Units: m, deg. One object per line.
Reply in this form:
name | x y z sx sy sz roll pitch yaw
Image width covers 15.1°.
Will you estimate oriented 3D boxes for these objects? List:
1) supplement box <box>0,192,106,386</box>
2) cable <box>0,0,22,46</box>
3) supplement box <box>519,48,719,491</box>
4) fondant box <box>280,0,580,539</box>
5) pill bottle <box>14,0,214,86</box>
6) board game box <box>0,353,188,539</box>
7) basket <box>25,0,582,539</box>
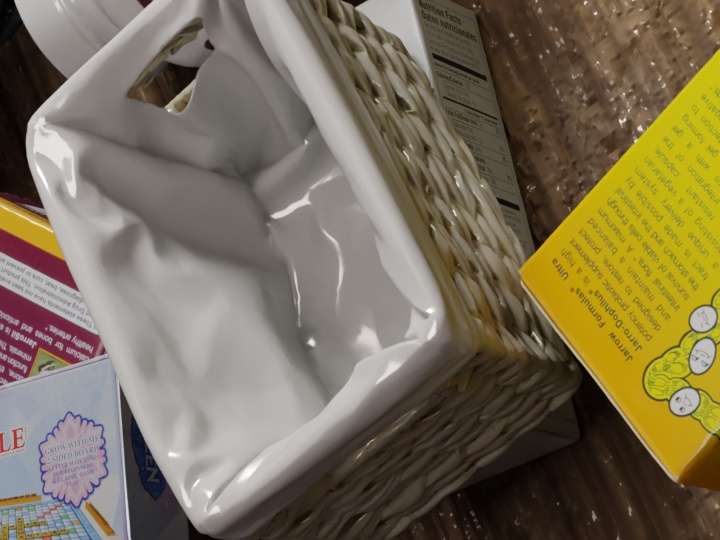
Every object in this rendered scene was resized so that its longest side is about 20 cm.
supplement box | -0.147 0.079 1.234 0.110 0.085 0.201 24 95 36
cable | -0.207 -0.181 1.366 0.163 0.051 0.201 -47 53 29
supplement box | 0.176 -0.023 0.995 0.200 0.109 0.110 -49 56 19
fondant box | 0.000 0.000 1.157 0.144 0.058 0.201 -26 65 30
pill bottle | -0.057 -0.162 1.200 0.200 0.113 0.113 -32 63 27
board game box | -0.156 0.153 1.146 0.199 0.041 0.201 -15 72 33
basket | -0.020 -0.005 1.060 0.135 0.123 0.201 -40 60 22
